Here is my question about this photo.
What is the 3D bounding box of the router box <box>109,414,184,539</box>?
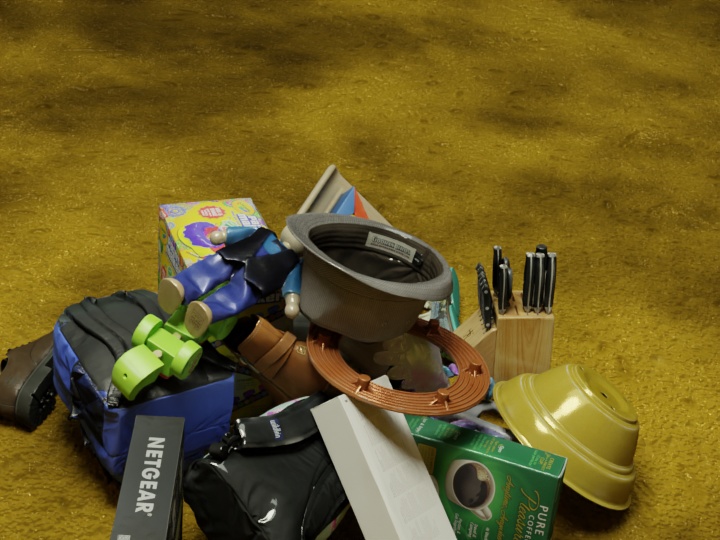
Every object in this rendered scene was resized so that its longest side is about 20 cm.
[{"bbox_3d":[-0.201,0.259,1.322,0.051,0.159,0.201,4,28,-3],"label":"router box"}]

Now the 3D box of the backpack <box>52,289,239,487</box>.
[{"bbox_3d":[-0.254,0.127,1.527,0.161,0.169,0.200,-10,40,-35],"label":"backpack"}]

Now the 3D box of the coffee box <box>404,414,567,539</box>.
[{"bbox_3d":[0.112,0.230,1.472,0.198,0.124,0.044,13,27,16],"label":"coffee box"}]

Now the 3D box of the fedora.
[{"bbox_3d":[0.000,0.014,1.456,0.176,0.091,0.199,36,25,33],"label":"fedora"}]

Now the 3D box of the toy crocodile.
[{"bbox_3d":[-0.183,0.066,1.447,0.067,0.062,0.200,31,39,10],"label":"toy crocodile"}]

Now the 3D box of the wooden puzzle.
[{"bbox_3d":[0.000,0.000,1.597,0.046,0.200,0.186,-24,26,46],"label":"wooden puzzle"}]

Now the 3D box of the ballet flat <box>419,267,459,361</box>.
[{"bbox_3d":[0.101,0.066,1.831,0.073,0.075,0.201,5,27,-1],"label":"ballet flat"}]

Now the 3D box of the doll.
[{"bbox_3d":[-0.116,0.003,1.464,0.136,0.049,0.199,38,43,17],"label":"doll"}]

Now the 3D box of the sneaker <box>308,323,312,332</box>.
[{"bbox_3d":[-0.012,0.057,1.676,0.199,0.093,0.071,39,25,-21],"label":"sneaker"}]

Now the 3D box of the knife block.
[{"bbox_3d":[0.201,0.066,1.649,0.200,0.175,0.064,41,20,-23],"label":"knife block"}]

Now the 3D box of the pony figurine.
[{"bbox_3d":[0.091,0.165,1.576,0.199,0.168,0.192,33,19,30],"label":"pony figurine"}]

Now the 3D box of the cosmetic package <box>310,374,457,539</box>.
[{"bbox_3d":[0.026,0.216,1.413,0.050,0.202,0.082,-26,-5,38],"label":"cosmetic package"}]

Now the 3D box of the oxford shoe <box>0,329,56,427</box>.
[{"bbox_3d":[-0.381,0.103,1.656,0.083,0.074,0.200,11,29,13],"label":"oxford shoe"}]

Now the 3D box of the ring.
[{"bbox_3d":[0.041,0.088,1.456,0.198,0.019,0.201,11,26,-5],"label":"ring"}]

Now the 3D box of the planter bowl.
[{"bbox_3d":[0.249,0.165,1.554,0.199,0.084,0.201,35,18,-13],"label":"planter bowl"}]

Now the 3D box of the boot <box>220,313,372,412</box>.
[{"bbox_3d":[-0.096,0.118,1.537,0.154,0.199,0.077,32,65,-20],"label":"boot"}]

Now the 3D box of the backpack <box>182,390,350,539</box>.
[{"bbox_3d":[-0.081,0.213,1.430,0.126,0.168,0.200,-29,5,38],"label":"backpack"}]

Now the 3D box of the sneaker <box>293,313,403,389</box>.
[{"bbox_3d":[-0.012,0.090,1.719,0.198,0.076,0.116,9,27,-22],"label":"sneaker"}]

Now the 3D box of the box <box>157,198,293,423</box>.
[{"bbox_3d":[-0.164,0.046,1.670,0.120,0.195,0.200,-5,30,-19],"label":"box"}]
